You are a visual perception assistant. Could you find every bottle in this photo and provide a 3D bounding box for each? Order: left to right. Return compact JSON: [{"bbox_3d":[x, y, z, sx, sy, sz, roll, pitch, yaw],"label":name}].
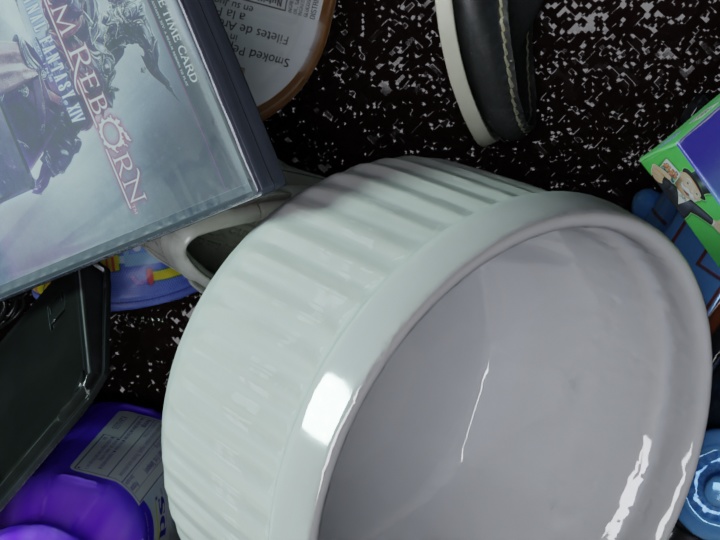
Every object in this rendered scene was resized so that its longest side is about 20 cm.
[{"bbox_3d":[-0.114,0.114,1.072,0.065,0.200,0.084,14,105,6],"label":"bottle"}]

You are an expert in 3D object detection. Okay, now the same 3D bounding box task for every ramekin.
[{"bbox_3d":[0.022,0.054,0.976,0.105,0.200,0.201,28,110,41],"label":"ramekin"}]

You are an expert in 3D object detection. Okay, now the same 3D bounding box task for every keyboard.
[{"bbox_3d":[-0.156,0.069,1.071,0.021,0.127,0.200,26,122,-29],"label":"keyboard"}]

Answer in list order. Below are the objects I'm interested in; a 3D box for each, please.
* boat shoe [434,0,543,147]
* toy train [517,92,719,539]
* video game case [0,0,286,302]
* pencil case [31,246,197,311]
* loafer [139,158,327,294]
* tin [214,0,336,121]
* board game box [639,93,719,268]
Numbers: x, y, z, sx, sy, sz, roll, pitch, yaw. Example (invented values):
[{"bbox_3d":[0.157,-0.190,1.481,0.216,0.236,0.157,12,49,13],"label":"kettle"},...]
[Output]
[{"bbox_3d":[0.061,-0.146,1.049,0.067,0.072,0.201,2,101,14],"label":"boat shoe"},{"bbox_3d":[0.145,0.016,1.067,0.114,0.087,0.201,33,106,8],"label":"toy train"},{"bbox_3d":[-0.122,-0.069,0.998,0.200,0.019,0.143,-20,94,46],"label":"video game case"},{"bbox_3d":[-0.108,-0.084,1.090,0.086,0.078,0.201,0,104,30],"label":"pencil case"},{"bbox_3d":[0.000,0.000,1.054,0.199,0.070,0.070,14,117,-31],"label":"loafer"},{"bbox_3d":[-0.054,-0.149,1.043,0.112,0.042,0.201,12,91,-28],"label":"tin"},{"bbox_3d":[0.211,-0.044,1.005,0.200,0.029,0.135,-39,96,-26],"label":"board game box"}]
